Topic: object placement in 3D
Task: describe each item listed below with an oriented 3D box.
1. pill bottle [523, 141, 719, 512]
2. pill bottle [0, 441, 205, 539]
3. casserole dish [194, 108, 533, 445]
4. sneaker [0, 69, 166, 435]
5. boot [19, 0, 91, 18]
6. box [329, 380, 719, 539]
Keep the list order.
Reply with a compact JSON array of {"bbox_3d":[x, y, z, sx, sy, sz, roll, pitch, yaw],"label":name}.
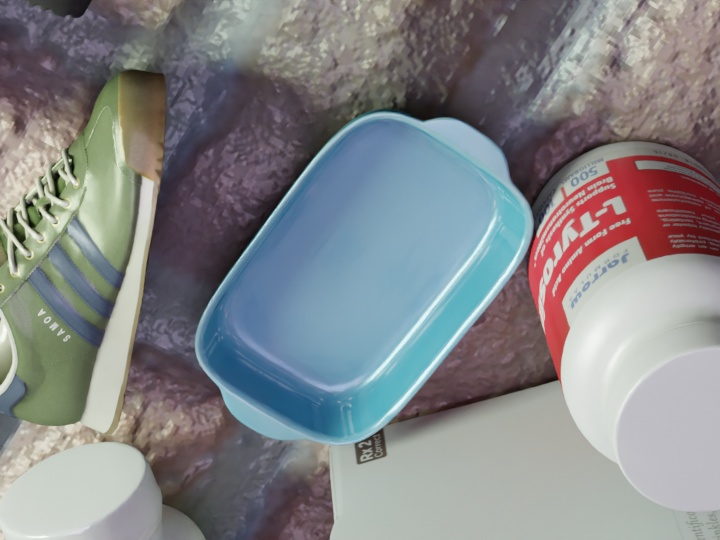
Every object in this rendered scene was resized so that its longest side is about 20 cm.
[{"bbox_3d":[0.144,0.026,0.968,0.111,0.200,0.113,-2,116,-4],"label":"pill bottle"},{"bbox_3d":[-0.121,0.196,1.082,0.111,0.112,0.201,-15,117,4],"label":"pill bottle"},{"bbox_3d":[0.000,0.000,1.035,0.121,0.039,0.200,31,111,-18],"label":"casserole dish"},{"bbox_3d":[-0.152,-0.007,1.002,0.089,0.067,0.201,6,119,-13],"label":"sneaker"},{"bbox_3d":[-0.161,-0.212,0.876,0.210,0.080,0.158,16,123,-41],"label":"boot"},{"bbox_3d":[0.095,0.166,1.034,0.199,0.199,0.131,-15,117,3],"label":"box"}]
